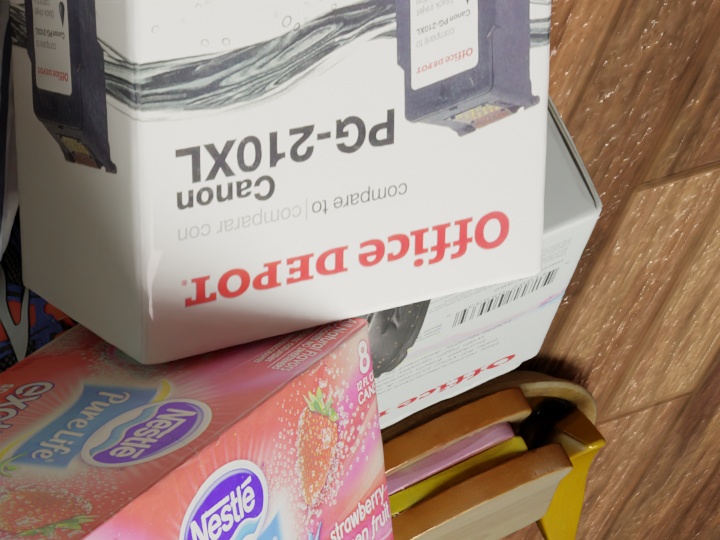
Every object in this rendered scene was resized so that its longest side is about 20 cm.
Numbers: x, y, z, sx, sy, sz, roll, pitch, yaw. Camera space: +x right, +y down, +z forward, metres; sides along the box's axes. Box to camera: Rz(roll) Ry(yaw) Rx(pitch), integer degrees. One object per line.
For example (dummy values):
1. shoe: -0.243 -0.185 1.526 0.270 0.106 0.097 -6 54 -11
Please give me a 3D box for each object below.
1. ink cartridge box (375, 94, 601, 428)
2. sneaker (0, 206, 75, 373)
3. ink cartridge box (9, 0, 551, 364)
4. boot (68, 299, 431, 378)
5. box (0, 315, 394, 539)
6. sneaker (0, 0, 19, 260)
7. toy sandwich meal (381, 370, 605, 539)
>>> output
1. ink cartridge box: 0.000 0.000 1.107 0.145 0.083 0.200 -24 166 -10
2. sneaker: -0.095 0.016 0.975 0.075 0.200 0.079 7 126 -22
3. ink cartridge box: -0.022 -0.088 0.831 0.144 0.084 0.201 -13 114 -30
4. boot: -0.018 -0.065 0.930 0.131 0.070 0.201 15 88 -43
5. box: -0.075 0.088 0.792 0.094 0.103 0.200 2 -161 27
6. sneaker: -0.111 -0.063 0.922 0.070 0.073 0.200 -14 152 -21
7. toy sandwich meal: 0.046 0.121 1.439 0.204 0.070 0.205 -23 155 -11
